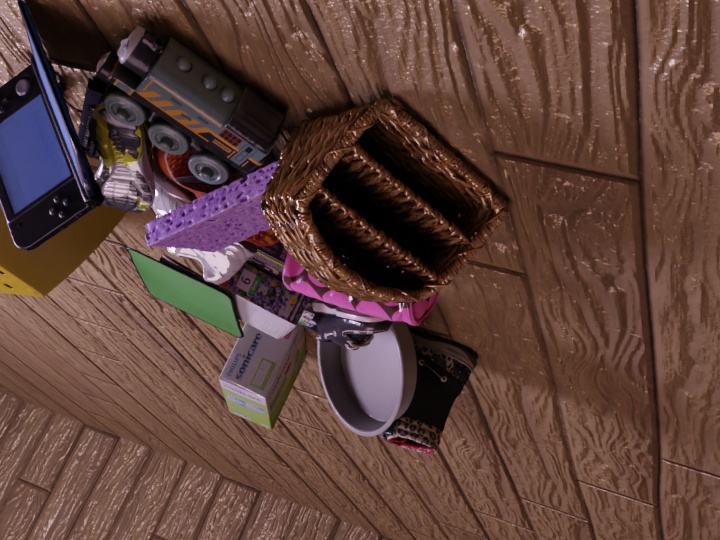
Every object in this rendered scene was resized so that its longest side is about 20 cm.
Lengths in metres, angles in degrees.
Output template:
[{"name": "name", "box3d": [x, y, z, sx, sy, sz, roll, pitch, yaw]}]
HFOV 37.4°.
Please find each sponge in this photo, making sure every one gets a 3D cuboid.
[{"name": "sponge", "box3d": [-0.129, -0.065, 1.171, 0.199, 0.030, 0.111, -21, 164, 30]}]

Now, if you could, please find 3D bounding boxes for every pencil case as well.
[{"name": "pencil case", "box3d": [0.000, 0.000, 1.281, 0.199, 0.091, 0.094, 12, 116, 30]}]

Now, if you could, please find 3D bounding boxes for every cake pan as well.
[{"name": "cake pan", "box3d": [0.010, 0.124, 1.451, 0.037, 0.202, 0.200, -6, 179, -36]}]

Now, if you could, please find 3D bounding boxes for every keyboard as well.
[{"name": "keyboard", "box3d": [-0.331, -0.183, 1.299, 0.127, 0.021, 0.200, 28, 158, -9]}]

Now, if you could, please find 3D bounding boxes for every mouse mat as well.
[{"name": "mouse mat", "box3d": [-0.238, 0.033, 1.465, 0.160, 0.008, 0.200, 25, 160, 7]}]

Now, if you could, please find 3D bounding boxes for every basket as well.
[{"name": "basket", "box3d": [0.019, -0.053, 1.054, 0.200, 0.143, 0.149, 38, 156, -32]}]

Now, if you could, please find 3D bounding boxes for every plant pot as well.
[{"name": "plant pot", "box3d": [-0.488, -0.074, 1.506, 0.199, 0.177, 0.200, 3, 150, 43]}]

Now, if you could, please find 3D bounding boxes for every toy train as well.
[{"name": "toy train", "box3d": [-0.171, -0.169, 1.087, 0.200, 0.086, 0.114, 35, 144, -20]}]

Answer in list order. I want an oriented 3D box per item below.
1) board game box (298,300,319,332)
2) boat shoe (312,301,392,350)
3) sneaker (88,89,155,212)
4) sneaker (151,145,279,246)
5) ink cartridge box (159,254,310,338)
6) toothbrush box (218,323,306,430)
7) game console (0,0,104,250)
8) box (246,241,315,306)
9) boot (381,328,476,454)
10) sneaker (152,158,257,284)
[{"name": "board game box", "box3d": [-0.138, 0.039, 1.604, 0.199, 0.024, 0.105, 21, 161, 8]}, {"name": "boat shoe", "box3d": [-0.011, 0.072, 1.365, 0.073, 0.061, 0.200, -5, -177, -26]}, {"name": "sneaker", "box3d": [-0.261, -0.141, 1.208, 0.074, 0.085, 0.200, 13, 147, -5]}, {"name": "sneaker", "box3d": [-0.161, -0.101, 1.269, 0.200, 0.073, 0.077, 43, 177, -36]}, {"name": "ink cartridge box", "box3d": [-0.176, 0.020, 1.442, 0.199, 0.051, 0.109, 29, 160, -9]}, {"name": "toothbrush box", "box3d": [-0.155, 0.156, 1.726, 0.086, 0.146, 0.200, 21, 158, 8]}, {"name": "game console", "box3d": [-0.363, -0.152, 1.144, 0.170, 0.201, 0.118, -31, 159, 15]}, {"name": "box", "box3d": [-0.140, -0.021, 1.438, 0.199, 0.044, 0.160, 28, 158, -8]}, {"name": "boot", "box3d": [0.047, 0.161, 1.506, 0.202, 0.154, 0.074, 16, 159, 19]}, {"name": "sneaker", "box3d": [-0.223, -0.063, 1.313, 0.200, 0.080, 0.070, 43, -164, 8]}]
